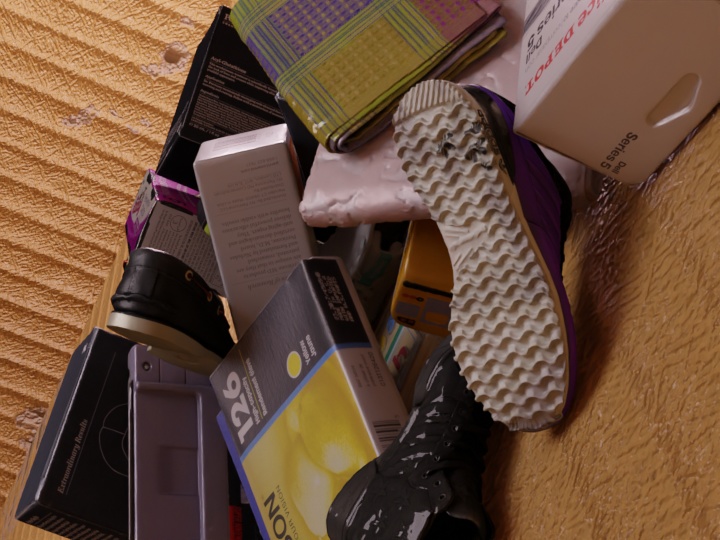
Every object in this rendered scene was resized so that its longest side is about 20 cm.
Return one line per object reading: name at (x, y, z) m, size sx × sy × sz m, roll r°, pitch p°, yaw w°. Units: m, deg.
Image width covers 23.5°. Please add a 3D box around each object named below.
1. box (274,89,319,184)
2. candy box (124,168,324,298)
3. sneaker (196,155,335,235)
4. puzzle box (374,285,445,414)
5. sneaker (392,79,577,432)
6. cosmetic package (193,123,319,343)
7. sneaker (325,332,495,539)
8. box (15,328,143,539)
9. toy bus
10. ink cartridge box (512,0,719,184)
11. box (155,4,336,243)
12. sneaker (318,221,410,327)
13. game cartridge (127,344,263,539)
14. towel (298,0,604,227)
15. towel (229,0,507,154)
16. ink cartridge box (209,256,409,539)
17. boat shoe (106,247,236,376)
box at (0.030, -0.163, 1.278) m, size 0.149 × 0.107 × 0.201 m, roll 72°, pitch -144°, yaw -66°
candy box at (-0.094, -0.014, 1.462) m, size 0.061 × 0.199 × 0.136 m, roll -66°, pitch 15°, yaw 9°
sneaker at (-0.036, -0.067, 1.373) m, size 0.200 × 0.083 × 0.072 m, roll -35°, pitch -7°, yaw -10°
puzzle box at (0.007, 0.118, 1.240) m, size 0.133 × 0.025 × 0.201 m, roll -120°, pitch 53°, yaw -74°
sneaker at (0.091, -0.013, 0.972) m, size 0.069 × 0.099 × 0.201 m, roll -19°, pitch 84°, yaw 34°
cosmetic package at (-0.064, 0.001, 1.284) m, size 0.101 × 0.071 × 0.201 m, roll -98°, pitch -5°, yaw -77°
sneaker at (0.049, 0.125, 0.992) m, size 0.200 × 0.060 × 0.104 m, roll -53°, pitch 34°, yaw -4°
box at (-0.156, 0.159, 1.404) m, size 0.107 × 0.199 × 0.149 m, roll -37°, pitch 33°, yaw 65°
toy bus at (0.073, -0.060, 1.155) m, size 0.078 × 0.065 × 0.201 m, roll 104°, pitch 179°, yaw -59°
ink cartridge box at (0.160, -0.172, 0.968) m, size 0.146 × 0.084 × 0.200 m, roll -53°, pitch 20°, yaw 46°
box at (-0.055, -0.116, 1.471) m, size 0.079 × 0.199 × 0.142 m, roll 134°, pitch 155°, yaw -58°
sneaker at (0.000, 0.000, 1.360) m, size 0.201 × 0.075 × 0.088 m, roll -66°, pitch 19°, yaw -1°
game cartridge at (-0.113, 0.157, 1.326) m, size 0.038 × 0.129 × 0.201 m, roll 128°, pitch 142°, yaw -61°
towel at (0.071, -0.112, 1.104) m, size 0.199 × 0.032 × 0.192 m, roll -4°, pitch 54°, yaw 31°
towel at (-0.001, -0.166, 1.155) m, size 0.144 × 0.023 × 0.200 m, roll -39°, pitch 44°, yaw 1°
ink cartridge box at (-0.039, 0.128, 1.161) m, size 0.200 × 0.047 × 0.198 m, roll -50°, pitch 53°, yaw 39°
boat shoe at (-0.123, 0.037, 1.243) m, size 0.201 × 0.073 × 0.063 m, roll 54°, pitch -131°, yaw -70°
